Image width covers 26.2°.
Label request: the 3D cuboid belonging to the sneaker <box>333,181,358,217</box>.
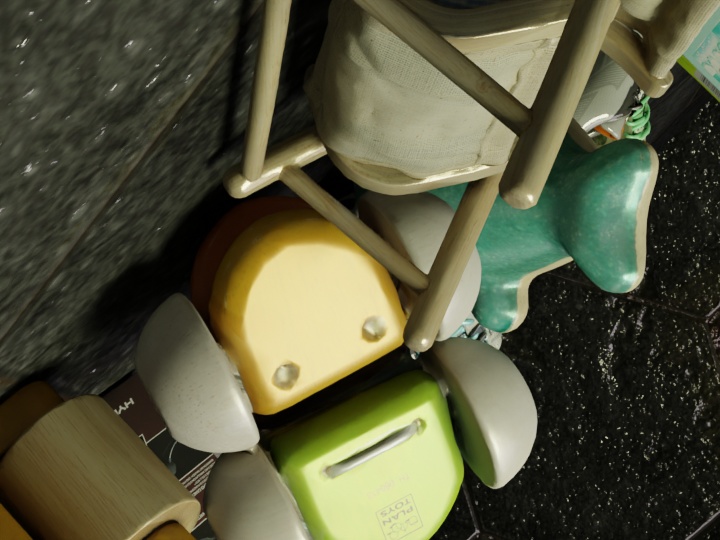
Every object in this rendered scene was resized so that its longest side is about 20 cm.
[{"bbox_3d":[0.000,0.000,0.989,0.081,0.083,0.200,-43,171,-5],"label":"sneaker"}]

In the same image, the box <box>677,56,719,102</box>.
[{"bbox_3d":[0.344,-0.242,1.300,0.200,0.122,0.048,-44,170,-2],"label":"box"}]

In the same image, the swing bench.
[{"bbox_3d":[0.058,-0.099,0.640,0.200,0.130,0.199,-47,173,-20],"label":"swing bench"}]

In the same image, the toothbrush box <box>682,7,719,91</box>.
[{"bbox_3d":[0.260,-0.181,0.930,0.146,0.200,0.085,-42,171,-19],"label":"toothbrush box"}]

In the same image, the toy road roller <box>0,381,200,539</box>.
[{"bbox_3d":[-0.175,0.134,0.701,0.200,0.123,0.146,-40,160,-19],"label":"toy road roller"}]

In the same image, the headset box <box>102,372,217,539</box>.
[{"bbox_3d":[-0.114,0.184,0.947,0.075,0.200,0.149,-38,171,-38],"label":"headset box"}]

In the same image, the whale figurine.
[{"bbox_3d":[0.069,-0.044,0.816,0.104,0.200,0.159,0,103,-31],"label":"whale figurine"}]

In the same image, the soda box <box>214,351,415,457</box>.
[{"bbox_3d":[-0.046,0.089,1.093,0.200,0.071,0.063,-37,-151,-26],"label":"soda box"}]

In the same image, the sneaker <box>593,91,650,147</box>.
[{"bbox_3d":[0.250,-0.144,1.459,0.077,0.089,0.200,-39,170,-29],"label":"sneaker"}]

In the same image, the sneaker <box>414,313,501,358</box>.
[{"bbox_3d":[0.065,0.033,0.983,0.078,0.086,0.200,0,178,12],"label":"sneaker"}]

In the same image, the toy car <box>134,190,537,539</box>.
[{"bbox_3d":[-0.020,0.053,0.805,0.175,0.200,0.150,-27,-159,-12],"label":"toy car"}]

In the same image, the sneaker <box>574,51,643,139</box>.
[{"bbox_3d":[0.195,-0.152,1.188,0.200,0.079,0.074,-46,170,2],"label":"sneaker"}]
